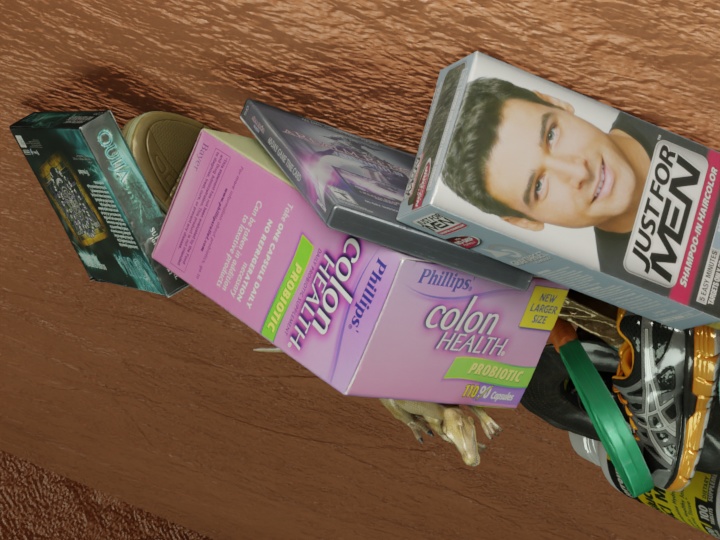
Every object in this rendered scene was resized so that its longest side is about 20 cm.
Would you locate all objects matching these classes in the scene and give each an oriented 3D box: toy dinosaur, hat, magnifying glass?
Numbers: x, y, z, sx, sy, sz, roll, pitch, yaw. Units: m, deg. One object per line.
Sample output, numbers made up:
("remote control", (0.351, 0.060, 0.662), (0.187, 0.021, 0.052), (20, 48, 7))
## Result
("toy dinosaur", (0.029, 0.076, 1.645), (0.200, 0.058, 0.101), (26, 176, 42))
("hat", (0.219, 0.077, 1.898), (0.200, 0.081, 0.201), (17, 153, 9))
("magnifying glass", (0.161, 0.073, 1.788), (0.022, 0.200, 0.080), (-27, 159, -1))

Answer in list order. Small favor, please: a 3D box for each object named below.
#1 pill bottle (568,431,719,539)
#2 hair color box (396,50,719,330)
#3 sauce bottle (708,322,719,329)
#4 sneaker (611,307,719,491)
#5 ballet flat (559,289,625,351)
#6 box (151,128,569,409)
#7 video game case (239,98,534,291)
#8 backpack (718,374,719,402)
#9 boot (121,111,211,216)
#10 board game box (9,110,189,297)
("pill bottle", (0.269, 0.147, 2.023), (0.112, 0.113, 0.200), (29, 175, -43))
("hair color box", (0.132, -0.045, 1.478), (0.199, 0.099, 0.061), (21, 167, -16))
("sauce bottle", (0.172, -0.018, 1.626), (0.199, 0.066, 0.066), (21, 166, -7))
("sneaker", (0.215, 0.082, 1.748), (0.077, 0.078, 0.200), (12, 139, 10))
("ballet flat", (0.181, 0.012, 1.762), (0.199, 0.068, 0.072), (25, 146, -16))
("box", (0.000, 0.000, 1.607), (0.200, 0.097, 0.176), (32, -165, 38))
("video game case", (0.013, -0.050, 1.565), (0.142, 0.019, 0.200), (18, -164, -25))
("backpack", (0.343, 0.106, 1.683), (0.200, 0.176, 0.153), (26, 147, -30))
("boot", (-0.146, -0.061, 1.828), (0.154, 0.072, 0.200), (10, 164, 42))
("board game box", (-0.188, -0.050, 1.778), (0.136, 0.028, 0.200), (63, 162, -14))
